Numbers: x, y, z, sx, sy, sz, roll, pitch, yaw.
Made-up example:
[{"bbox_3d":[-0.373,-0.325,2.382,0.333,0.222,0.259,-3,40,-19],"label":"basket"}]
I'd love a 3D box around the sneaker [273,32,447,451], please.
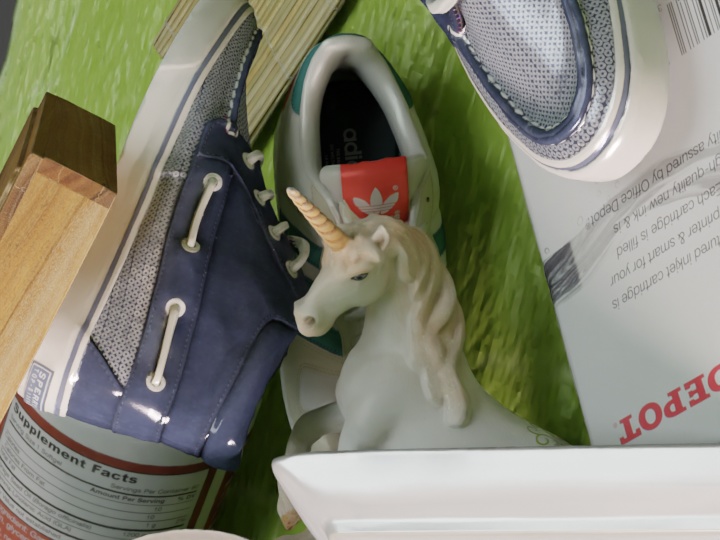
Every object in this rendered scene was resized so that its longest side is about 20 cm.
[{"bbox_3d":[0.000,-0.001,0.900,0.093,0.070,0.200,97,166,-71],"label":"sneaker"}]

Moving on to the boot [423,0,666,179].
[{"bbox_3d":[0.025,-0.113,0.756,0.073,0.090,0.200,-53,46,33],"label":"boot"}]

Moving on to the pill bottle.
[{"bbox_3d":[-0.107,0.069,0.990,0.112,0.112,0.200,55,136,37],"label":"pill bottle"}]

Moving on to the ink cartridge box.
[{"bbox_3d":[0.133,-0.035,0.762,0.145,0.083,0.200,-35,60,43],"label":"ink cartridge box"}]

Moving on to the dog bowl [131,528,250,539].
[{"bbox_3d":[-0.060,0.196,0.809,0.200,0.059,0.200,-14,64,30],"label":"dog bowl"}]

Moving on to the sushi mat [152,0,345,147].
[{"bbox_3d":[-0.030,-0.147,1.021,0.200,0.012,0.096,-55,47,30],"label":"sushi mat"}]

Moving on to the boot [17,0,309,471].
[{"bbox_3d":[-0.056,-0.017,0.892,0.073,0.090,0.200,114,178,-63],"label":"boot"}]

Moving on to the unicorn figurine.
[{"bbox_3d":[0.023,0.065,0.846,0.137,0.200,0.074,-56,10,16],"label":"unicorn figurine"}]

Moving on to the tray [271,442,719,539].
[{"bbox_3d":[0.074,0.100,0.755,0.200,0.107,0.022,-3,46,25],"label":"tray"}]

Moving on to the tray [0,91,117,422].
[{"bbox_3d":[-0.129,-0.007,0.848,0.099,0.037,0.200,-62,9,6],"label":"tray"}]
